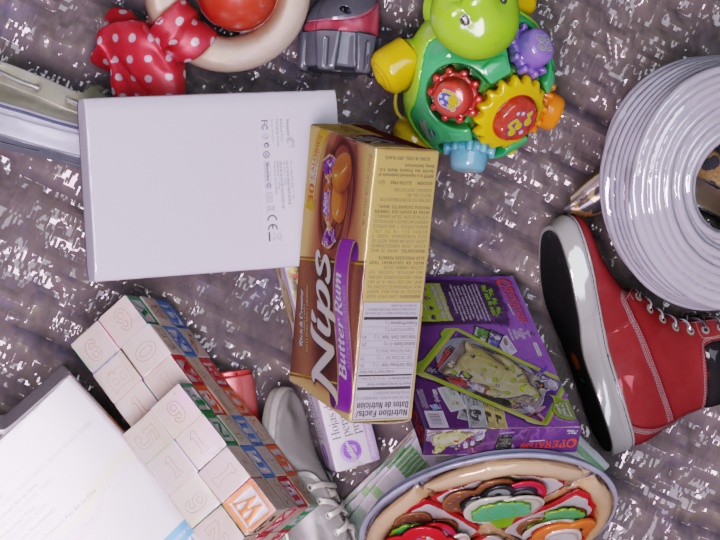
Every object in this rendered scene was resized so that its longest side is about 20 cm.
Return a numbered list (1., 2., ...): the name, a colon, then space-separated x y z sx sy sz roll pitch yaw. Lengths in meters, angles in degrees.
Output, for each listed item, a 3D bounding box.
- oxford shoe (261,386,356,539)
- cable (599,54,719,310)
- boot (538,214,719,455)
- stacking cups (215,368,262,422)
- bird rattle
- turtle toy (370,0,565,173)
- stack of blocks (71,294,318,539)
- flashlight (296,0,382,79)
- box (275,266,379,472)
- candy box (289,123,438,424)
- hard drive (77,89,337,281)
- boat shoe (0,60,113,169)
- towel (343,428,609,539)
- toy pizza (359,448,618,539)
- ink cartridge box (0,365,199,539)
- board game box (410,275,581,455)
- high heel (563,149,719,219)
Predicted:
1. oxford shoe: -0.035 0.187 1.436 0.057 0.075 0.202 -14 81 23
2. cable: 0.283 -0.067 1.453 0.198 0.069 0.202 15 94 -20
3. boot: 0.231 0.031 1.506 0.143 0.072 0.202 -23 105 -12
4. stacking cups: -0.096 0.179 1.445 0.060 0.060 0.202 -10 89 -12
5. bird rattle: -0.118 -0.211 1.411 0.161 0.113 0.202 5 89 -10
6. turtle toy: 0.091 -0.156 1.428 0.145 0.101 0.201 -32 138 -10
7. stack of blocks: -0.125 0.114 1.371 0.058 0.115 0.200 -40 76 9
8. flashlight: -0.012 -0.253 1.458 0.067 0.068 0.202 3 91 -9
9. box: -0.030 0.056 1.466 0.038 0.041 0.202 -15 94 -12
10. candy box: 0.000 0.000 1.371 0.056 0.117 0.202 1 102 -26
11. hard drive: -0.110 -0.065 1.395 0.198 0.025 0.133 -4 93 -24
12. boat shoe: -0.208 -0.111 1.415 0.198 0.072 0.063 15 81 -11
13. towel: 0.088 0.182 1.500 0.152 0.023 0.200 44 81 -9
14. toy pizza: 0.098 0.196 1.405 0.198 0.201 0.032 -1 54 -12
15. ink cartridge box: -0.215 0.168 1.382 0.125 0.128 0.200 -42 98 -9
16. board game box: 0.084 0.069 1.419 0.119 0.201 0.033 -3 124 -10
17. high heel: 0.271 -0.046 1.515 0.199 0.071 0.143 -28 94 -16
